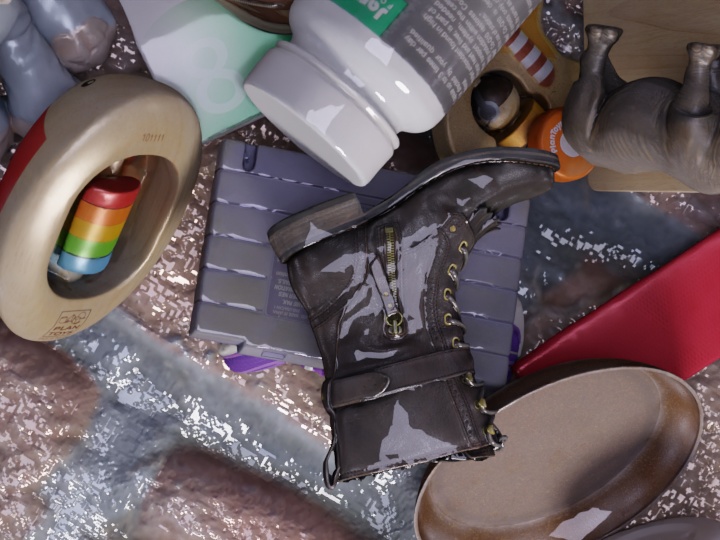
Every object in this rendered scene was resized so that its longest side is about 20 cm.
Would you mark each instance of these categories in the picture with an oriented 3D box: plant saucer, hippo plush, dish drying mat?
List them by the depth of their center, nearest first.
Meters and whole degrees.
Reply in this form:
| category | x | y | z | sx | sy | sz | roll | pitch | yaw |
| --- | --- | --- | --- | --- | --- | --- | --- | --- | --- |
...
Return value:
| category | x | y | z | sx | sy | sz | roll | pitch | yaw |
| --- | --- | --- | --- | --- | --- | --- | --- | --- | --- |
| hippo plush | -0.230 | -0.153 | 1.310 | 0.159 | 0.161 | 0.200 | 13 | 95 | -5 |
| plant saucer | 0.122 | 0.120 | 1.384 | 0.200 | 0.032 | 0.200 | -15 | 139 | -14 |
| dish drying mat | 0.197 | 0.039 | 1.426 | 0.200 | 0.018 | 0.077 | -32 | 105 | -9 |

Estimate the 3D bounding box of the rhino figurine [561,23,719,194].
| category | x | y | z | sx | sy | sz | roll | pitch | yaw |
| --- | --- | --- | --- | --- | --- | --- | --- | --- | --- |
| rhino figurine | 0.199 | -0.091 | 1.282 | 0.060 | 0.200 | 0.088 | -1 | 103 | -46 |

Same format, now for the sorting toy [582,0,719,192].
| category | x | y | z | sx | sy | sz | roll | pitch | yaw |
| --- | --- | --- | --- | --- | --- | --- | --- | --- | --- |
| sorting toy | 0.231 | -0.149 | 1.340 | 0.070 | 0.200 | 0.199 | -5 | 95 | -37 |

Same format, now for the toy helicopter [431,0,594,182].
| category | x | y | z | sx | sy | sz | roll | pitch | yaw |
| --- | --- | --- | --- | --- | --- | --- | --- | --- | --- |
| toy helicopter | 0.087 | -0.150 | 1.377 | 0.132 | 0.079 | 0.200 | 14 | 79 | -24 |

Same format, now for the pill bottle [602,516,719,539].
| category | x | y | z | sx | sy | sz | roll | pitch | yaw |
| --- | --- | --- | --- | --- | --- | --- | --- | --- | --- |
| pill bottle | 0.215 | 0.271 | 1.419 | 0.111 | 0.111 | 0.200 | -17 | 98 | -2 |

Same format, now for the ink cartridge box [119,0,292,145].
| category | x | y | z | sx | sy | sz | roll | pitch | yaw |
| --- | --- | --- | --- | --- | --- | --- | --- | --- | --- |
| ink cartridge box | -0.080 | -0.200 | 1.376 | 0.161 | 0.050 | 0.200 | -26 | 100 | -1 |

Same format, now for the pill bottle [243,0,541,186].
| category | x | y | z | sx | sy | sz | roll | pitch | yaw |
| --- | --- | --- | --- | --- | --- | --- | --- | --- | --- |
| pill bottle | 0.030 | -0.154 | 1.278 | 0.113 | 0.113 | 0.200 | 40 | 83 | -8 |

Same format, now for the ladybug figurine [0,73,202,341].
| category | x | y | z | sx | sy | sz | roll | pitch | yaw |
| --- | --- | --- | --- | --- | --- | --- | --- | --- | --- |
| ladybug figurine | -0.174 | -0.043 | 1.348 | 0.072 | 0.136 | 0.200 | 46 | 121 | 30 |

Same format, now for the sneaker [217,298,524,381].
| category | x | y | z | sx | sy | sz | roll | pitch | yaw |
| --- | --- | --- | --- | --- | --- | --- | --- | --- | --- |
| sneaker | 0.008 | 0.054 | 1.397 | 0.200 | 0.081 | 0.084 | -2 | 102 | -5 |

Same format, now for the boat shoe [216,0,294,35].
| category | x | y | z | sx | sy | sz | roll | pitch | yaw |
| --- | --- | --- | --- | --- | --- | --- | --- | --- | --- |
| boat shoe | -0.108 | -0.210 | 1.319 | 0.200 | 0.072 | 0.076 | 22 | 86 | -3 |

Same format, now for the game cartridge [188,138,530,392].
| category | x | y | z | sx | sy | sz | roll | pitch | yaw |
| --- | --- | --- | --- | --- | --- | --- | --- | --- | --- |
| game cartridge | 0.000 | 0.000 | 1.341 | 0.200 | 0.038 | 0.130 | 11 | 82 | -11 |

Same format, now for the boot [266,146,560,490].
| category | x | y | z | sx | sy | sz | roll | pitch | yaw |
| --- | --- | --- | --- | --- | --- | --- | --- | --- | --- |
| boot | 0.049 | 0.029 | 1.295 | 0.200 | 0.069 | 0.174 | -20 | 81 | -5 |
